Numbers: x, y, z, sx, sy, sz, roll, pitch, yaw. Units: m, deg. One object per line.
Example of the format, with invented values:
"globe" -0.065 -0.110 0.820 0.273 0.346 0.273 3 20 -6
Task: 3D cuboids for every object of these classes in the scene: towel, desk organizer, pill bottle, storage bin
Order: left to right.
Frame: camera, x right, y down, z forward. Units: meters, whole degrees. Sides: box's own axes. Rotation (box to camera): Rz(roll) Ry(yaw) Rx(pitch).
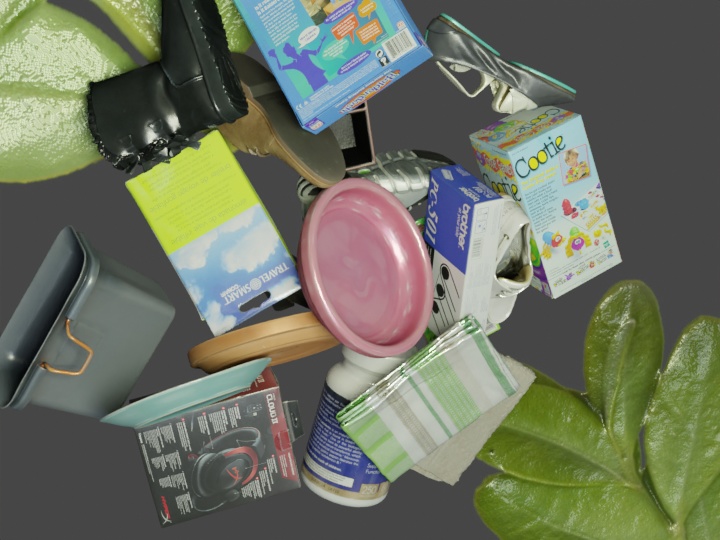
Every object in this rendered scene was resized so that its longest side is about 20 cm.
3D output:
"storage bin" -0.304 0.075 1.260 0.134 0.146 0.200 24 102 -33
"desk organizer" -0.036 -0.213 1.256 0.071 0.077 0.201 -14 113 -11
"pill bottle" 0.002 0.180 1.393 0.115 0.116 0.201 9 107 -19
"towel" 0.085 0.157 1.320 0.200 0.031 0.149 -37 129 -1
"towel" 0.128 0.184 1.466 0.132 0.034 0.200 30 102 -33

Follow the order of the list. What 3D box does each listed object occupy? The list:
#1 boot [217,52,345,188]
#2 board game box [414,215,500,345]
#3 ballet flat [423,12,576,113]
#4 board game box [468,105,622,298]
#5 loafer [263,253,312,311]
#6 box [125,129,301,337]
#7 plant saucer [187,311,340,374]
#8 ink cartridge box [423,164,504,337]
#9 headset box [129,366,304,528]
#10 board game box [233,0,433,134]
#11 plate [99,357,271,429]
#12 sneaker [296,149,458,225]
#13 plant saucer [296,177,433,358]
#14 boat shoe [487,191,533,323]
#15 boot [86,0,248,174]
"boot" -0.092 -0.147 1.219 0.074 0.200 0.076 -16 145 -47
"board game box" 0.101 0.015 1.400 0.095 0.030 0.200 -28 124 -5
"ballet flat" 0.156 -0.226 1.315 0.200 0.073 0.073 26 101 -17
"board game box" 0.224 -0.087 1.362 0.105 0.103 0.200 -27 115 -12
"loafer" -0.089 0.017 1.332 0.199 0.073 0.072 16 109 -19
"box" -0.159 -0.040 1.252 0.122 0.048 0.200 -30 87 0
"plant saucer" -0.098 0.085 1.290 0.200 0.200 0.032 -14 80 -11
"ink cartridge box" 0.113 -0.012 1.308 0.044 0.094 0.201 -13 125 -26
"headset box" -0.167 0.210 1.376 0.199 0.075 0.149 -15 114 -10
"board game box" -0.038 -0.268 1.174 0.152 0.045 0.200 -31 77 14
"plate" -0.189 0.141 1.241 0.200 0.200 0.026 -20 85 -8
"sneaker" 0.020 -0.074 1.338 0.199 0.075 0.116 -9 126 -14
"plant saucer" 0.000 0.000 1.238 0.051 0.201 0.201 -18 124 40
"boat shoe" 0.172 0.002 1.344 0.071 0.069 0.200 -30 141 -22
"boot" -0.218 -0.212 1.198 0.162 0.073 0.199 -21 81 18
